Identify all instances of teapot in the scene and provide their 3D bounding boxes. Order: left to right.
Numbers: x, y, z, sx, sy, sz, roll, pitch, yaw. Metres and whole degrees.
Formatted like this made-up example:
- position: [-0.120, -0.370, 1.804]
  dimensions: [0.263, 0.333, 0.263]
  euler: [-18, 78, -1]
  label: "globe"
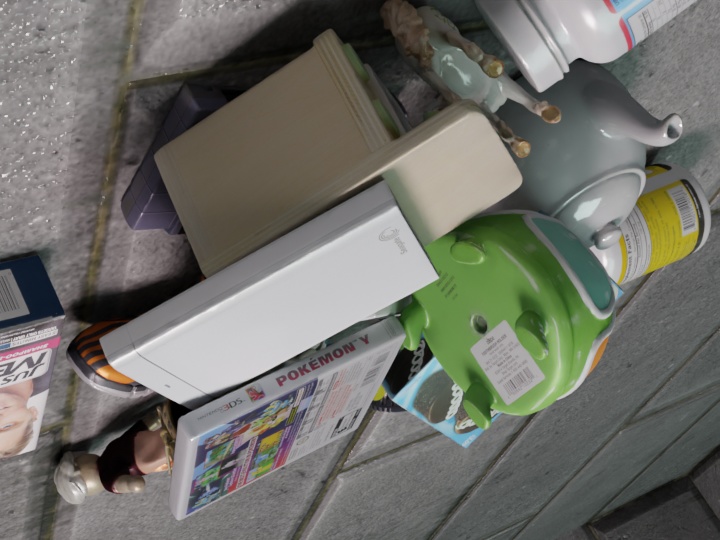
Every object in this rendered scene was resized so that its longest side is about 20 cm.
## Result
- position: [0.181, -0.077, 0.971]
  dimensions: [0.197, 0.146, 0.200]
  euler: [-34, 156, 6]
  label: "teapot"

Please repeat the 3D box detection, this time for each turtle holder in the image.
- position: [0.106, 0.016, 0.818]
  dimensions: [0.131, 0.185, 0.141]
  euler: [-23, 134, -38]
  label: "turtle holder"

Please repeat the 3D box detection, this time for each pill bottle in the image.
- position: [0.275, -0.040, 1.186]
  dimensions: [0.199, 0.112, 0.111]
  euler: [-20, 153, -22]
  label: "pill bottle"
- position: [0.184, -0.218, 0.757]
  dimensions: [0.200, 0.109, 0.109]
  euler: [-35, 155, 9]
  label: "pill bottle"

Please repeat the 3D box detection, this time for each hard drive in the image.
- position: [-0.052, 0.023, 0.706]
  dimensions: [0.199, 0.027, 0.132]
  euler: [-29, 156, 4]
  label: "hard drive"

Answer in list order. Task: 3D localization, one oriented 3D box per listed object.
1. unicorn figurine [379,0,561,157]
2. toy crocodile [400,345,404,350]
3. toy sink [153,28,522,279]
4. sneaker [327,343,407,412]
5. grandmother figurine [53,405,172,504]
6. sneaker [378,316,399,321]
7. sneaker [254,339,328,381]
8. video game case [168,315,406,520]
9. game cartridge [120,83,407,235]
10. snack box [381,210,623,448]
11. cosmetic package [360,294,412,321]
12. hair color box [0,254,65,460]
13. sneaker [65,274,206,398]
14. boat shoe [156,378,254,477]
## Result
- position: [0.077, -0.135, 0.794]
  dimensions: [0.074, 0.137, 0.200]
  euler: [-40, 136, -4]
  label: "unicorn figurine"
- position: [0.054, 0.073, 1.169]
  dimensions: [0.067, 0.062, 0.200]
  euler: [-30, 174, -4]
  label: "toy crocodile"
- position: [-0.013, -0.072, 0.727]
  dimensions: [0.200, 0.112, 0.130]
  euler: [-31, 155, 11]
  label: "toy sink"
- position: [0.007, 0.103, 1.112]
  dimensions: [0.200, 0.066, 0.078]
  euler: [-1, -174, 41]
  label: "sneaker"
- position: [-0.211, 0.180, 1.052]
  dimensions: [0.199, 0.061, 0.121]
  euler: [-21, -166, 13]
  label: "grandmother figurine"
- position: [0.063, 0.058, 1.028]
  dimensions: [0.076, 0.199, 0.115]
  euler: [-37, 129, -59]
  label: "sneaker"
- position: [-0.088, 0.091, 1.009]
  dimensions: [0.094, 0.070, 0.200]
  euler: [-58, 172, 36]
  label: "sneaker"
- position: [-0.064, 0.120, 0.852]
  dimensions: [0.182, 0.023, 0.200]
  euler: [-24, 160, -23]
  label: "video game case"
- position: [-0.069, -0.081, 0.813]
  dimensions: [0.199, 0.038, 0.130]
  euler: [-7, 141, -43]
  label: "game cartridge"
- position: [0.122, 0.055, 0.931]
  dimensions: [0.200, 0.037, 0.116]
  euler: [-46, 131, 8]
  label: "snack box"
- position: [0.000, 0.000, 0.892]
  dimensions: [0.112, 0.082, 0.200]
  euler: [-5, 180, 22]
  label: "cosmetic package"
- position: [-0.291, 0.079, 0.819]
  dimensions: [0.100, 0.061, 0.200]
  euler: [-14, 151, -32]
  label: "hair color box"
- position: [-0.149, 0.038, 0.905]
  dimensions: [0.112, 0.078, 0.200]
  euler: [-50, 161, 26]
  label: "sneaker"
- position: [-0.134, 0.105, 0.862]
  dimensions: [0.063, 0.073, 0.200]
  euler: [-23, 149, -35]
  label: "boat shoe"
